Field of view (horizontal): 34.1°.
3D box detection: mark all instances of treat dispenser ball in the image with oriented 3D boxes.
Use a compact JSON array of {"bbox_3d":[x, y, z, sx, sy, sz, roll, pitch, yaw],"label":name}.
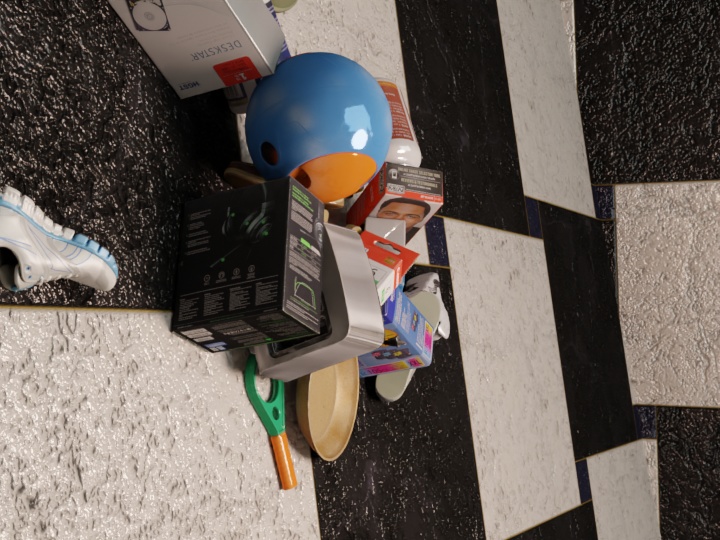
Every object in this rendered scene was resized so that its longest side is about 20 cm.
[{"bbox_3d":[-0.057,-0.192,1.583,0.201,0.199,0.203,33,52,-56],"label":"treat dispenser ball"}]

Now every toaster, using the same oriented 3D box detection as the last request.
[{"bbox_3d":[-0.066,0.042,1.617,0.118,0.199,0.183,16,57,-62],"label":"toaster"}]

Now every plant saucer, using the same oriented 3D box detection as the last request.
[{"bbox_3d":[-0.053,0.182,1.760,0.200,0.035,0.202,2,90,-69],"label":"plant saucer"}]

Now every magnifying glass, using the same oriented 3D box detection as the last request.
[{"bbox_3d":[-0.123,0.211,1.661,0.079,0.022,0.202,-24,101,-64],"label":"magnifying glass"}]

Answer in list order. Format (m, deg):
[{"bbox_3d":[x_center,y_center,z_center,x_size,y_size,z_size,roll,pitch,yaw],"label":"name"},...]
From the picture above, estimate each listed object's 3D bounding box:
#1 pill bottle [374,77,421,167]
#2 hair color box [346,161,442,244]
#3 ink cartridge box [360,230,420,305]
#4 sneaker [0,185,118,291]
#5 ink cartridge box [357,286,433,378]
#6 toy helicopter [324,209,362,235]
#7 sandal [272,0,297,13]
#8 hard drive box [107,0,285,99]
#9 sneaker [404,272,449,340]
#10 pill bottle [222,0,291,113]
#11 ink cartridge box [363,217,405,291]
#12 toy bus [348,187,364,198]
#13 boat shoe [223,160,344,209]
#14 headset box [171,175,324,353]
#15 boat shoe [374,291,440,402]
[{"bbox_3d":[0.038,-0.217,1.988,0.112,0.111,0.202,35,34,-55],"label":"pill bottle"},{"bbox_3d":[0.052,-0.100,1.910,0.101,0.200,0.062,8,65,-16],"label":"hair color box"},{"bbox_3d":[0.000,0.000,1.761,0.200,0.108,0.051,-50,154,-38],"label":"ink cartridge box"},{"bbox_3d":[-0.343,-0.010,1.251,0.200,0.074,0.087,36,56,-45],"label":"sneaker"},{"bbox_3d":[0.013,0.084,1.848,0.200,0.135,0.077,50,36,-45],"label":"ink cartridge box"},{"bbox_3d":[-0.061,-0.032,1.801,0.199,0.078,0.134,-10,112,-53],"label":"toy helicopter"},{"bbox_3d":[-0.148,-0.459,1.811,0.201,0.057,0.081,22,61,-60],"label":"sandal"},{"bbox_3d":[-0.214,-0.334,1.520,0.200,0.155,0.077,53,36,-41],"label":"hard drive box"},{"bbox_3d":[0.109,0.083,2.111,0.200,0.075,0.116,-42,116,-65],"label":"sneaker"},{"bbox_3d":[-0.167,-0.335,1.666,0.111,0.110,0.202,-52,127,-57],"label":"pill bottle"},{"bbox_3d":[0.031,0.008,1.937,0.200,0.067,0.117,99,-7,-66],"label":"ink cartridge box"},{"bbox_3d":[-0.065,-0.149,1.856,0.200,0.065,0.079,0,80,-64],"label":"toy bus"},{"bbox_3d":[-0.107,-0.140,1.701,0.199,0.072,0.073,11,81,-33],"label":"boat shoe"},{"bbox_3d":[-0.144,-0.012,1.525,0.093,0.173,0.202,37,48,-53],"label":"headset box"},{"bbox_3d":[0.075,0.131,1.993,0.072,0.070,0.202,110,6,-74],"label":"boat shoe"}]
